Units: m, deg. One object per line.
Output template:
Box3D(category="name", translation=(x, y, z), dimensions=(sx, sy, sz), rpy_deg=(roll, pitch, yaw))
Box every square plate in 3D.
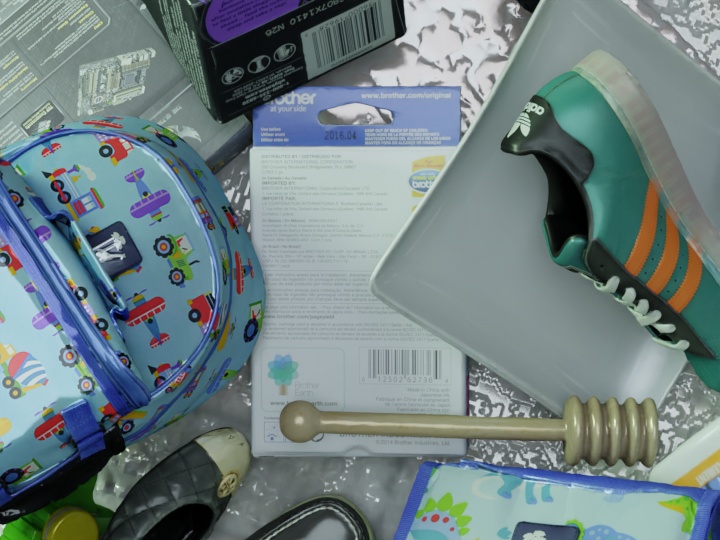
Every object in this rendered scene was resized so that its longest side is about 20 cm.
Box3D(category="square plate", translation=(0.122, -0.030, 1.217), dimensions=(0.198, 0.028, 0.201), rpy_deg=(33, 88, -27))

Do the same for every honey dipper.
Box3D(category="honey dipper", translation=(0.056, 0.084, 1.202), dimensions=(0.198, 0.038, 0.038), rpy_deg=(1, 82, -3))

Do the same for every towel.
Box3D(category="towel", translation=(0.077, -0.098, 1.272), dimensions=(0.191, 0.032, 0.200), rpy_deg=(-43, 83, -4))

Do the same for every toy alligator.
Box3D(category="toy alligator", translation=(-0.183, 0.182, 1.237), dimensions=(0.054, 0.059, 0.201), rpy_deg=(35, 83, -35))

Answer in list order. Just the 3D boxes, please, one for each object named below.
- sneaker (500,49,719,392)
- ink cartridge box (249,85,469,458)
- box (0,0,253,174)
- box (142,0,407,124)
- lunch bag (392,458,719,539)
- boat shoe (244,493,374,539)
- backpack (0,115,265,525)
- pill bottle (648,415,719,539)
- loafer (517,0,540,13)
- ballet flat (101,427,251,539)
Box3D(category="sneaker", translation=(0.139, -0.010, 1.178), dimensions=(0.080, 0.071, 0.201), rpy_deg=(-35, 107, -13))
Box3D(category="ink cartridge box", translation=(0.000, 0.000, 1.236), dimensions=(0.118, 0.042, 0.202), rpy_deg=(0, 97, 7))
Box3D(category="box", translation=(-0.182, -0.073, 1.271), dimensions=(0.200, 0.048, 0.159), rpy_deg=(-41, 84, -3))
Box3D(category="box", translation=(-0.073, -0.201, 1.218), dimensions=(0.122, 0.106, 0.201), rpy_deg=(-25, 61, -10))
Box3D(category="lunch bag", translation=(0.096, 0.202, 1.164), dimensions=(0.169, 0.127, 0.202), rpy_deg=(4, 80, 25))
Box3D(category="boat shoe", translation=(-0.072, 0.199, 1.221), dimensions=(0.201, 0.066, 0.072), rpy_deg=(-42, 83, -3))
Box3D(category="backpack", translation=(-0.152, 0.013, 1.171), dimensions=(0.199, 0.135, 0.183), rpy_deg=(-28, 86, -5))
Box3D(category="pill bottle", translation=(0.251, 0.154, 1.190), dimensions=(0.112, 0.112, 0.200), rpy_deg=(-37, 82, -3))
Box3D(category="loafer", translation=(0.144, -0.208, 1.253), dimensions=(0.200, 0.073, 0.072), rpy_deg=(-34, 60, -27))
Box3D(category="ballet flat", translation=(-0.118, 0.168, 1.213), dimensions=(0.057, 0.067, 0.200), rpy_deg=(24, 66, 34))
